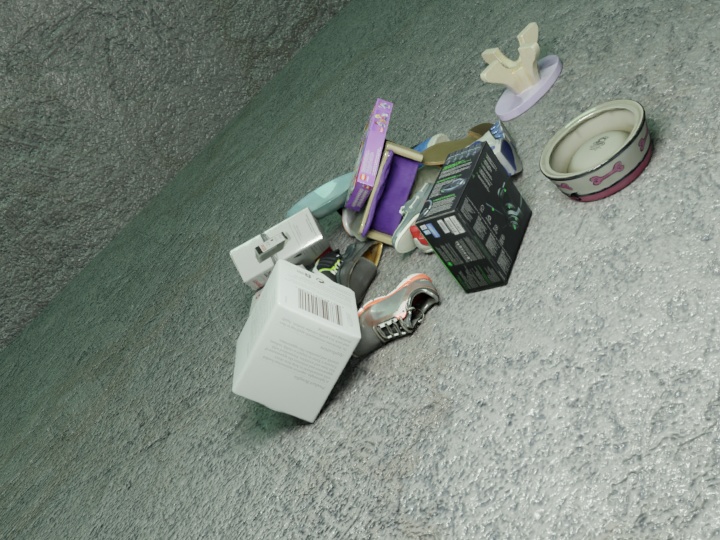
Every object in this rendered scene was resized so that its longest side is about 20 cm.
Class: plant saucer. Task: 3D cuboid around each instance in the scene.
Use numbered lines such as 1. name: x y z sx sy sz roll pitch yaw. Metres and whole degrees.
1. plant saucer: -0.077 -0.159 1.916 0.198 0.039 0.202 -28 17 9

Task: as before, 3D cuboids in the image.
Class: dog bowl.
1. dog bowl: 0.414 -0.203 1.450 0.198 0.074 0.201 -33 26 18

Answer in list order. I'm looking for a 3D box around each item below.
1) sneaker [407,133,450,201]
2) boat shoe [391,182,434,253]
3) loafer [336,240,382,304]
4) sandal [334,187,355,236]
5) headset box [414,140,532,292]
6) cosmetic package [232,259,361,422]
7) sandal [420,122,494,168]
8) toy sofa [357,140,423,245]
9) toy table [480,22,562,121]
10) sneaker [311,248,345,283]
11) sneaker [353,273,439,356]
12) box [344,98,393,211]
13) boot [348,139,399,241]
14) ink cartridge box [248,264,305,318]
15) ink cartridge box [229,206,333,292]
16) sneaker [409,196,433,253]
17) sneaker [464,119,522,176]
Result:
1. sneaker: 0.125 -0.215 1.876 0.110 0.076 0.202 -14 44 55
2. boat shoe: 0.113 -0.112 1.711 0.061 0.074 0.200 22 55 28
3. loafer: 0.000 0.000 1.717 0.071 0.073 0.202 -22 32 24
4. sandal: -0.036 -0.150 1.990 0.058 0.080 0.209 -24 32 24
5. headset box: 0.204 -0.099 1.461 0.092 0.175 0.202 -14 37 42
6. cosmetic package: -0.117 0.126 1.495 0.202 0.162 0.166 -59 18 22
7. sandal: 0.218 -0.247 1.816 0.209 0.071 0.077 -29 43 -24
8. toy sofa: 0.062 -0.159 1.741 0.098 0.081 0.204 -86 14 -71
9. toy table: 0.356 -0.449 1.868 0.182 0.118 0.201 -1 45 53
10. sneaker: -0.057 -0.006 1.775 0.083 0.072 0.200 -42 17 4
11. sneaker: 0.059 0.087 1.497 0.200 0.077 0.082 -43 32 0
12. box: 0.017 -0.245 1.785 0.137 0.038 0.204 123 161 -68
13. boot: 0.037 -0.182 1.876 0.183 0.071 0.203 -95 26 -62
14. ink cartridge box: -0.161 0.102 1.745 0.145 0.083 0.201 -32 26 20
15. ink cartridge box: -0.169 -0.037 1.833 0.197 0.084 0.147 -29 -17 2
16. sneaker: 0.171 -0.128 1.658 0.201 0.085 0.076 -52 29 -20
17. sneaker: 0.261 -0.225 1.707 0.114 0.081 0.200 -34 19 22
